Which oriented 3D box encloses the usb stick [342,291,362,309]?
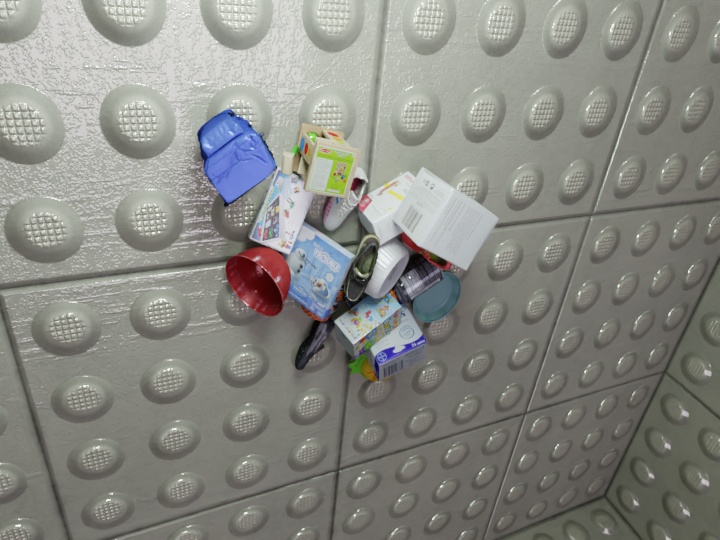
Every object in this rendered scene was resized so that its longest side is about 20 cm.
[{"bbox_3d":[-0.023,0.092,1.664,0.055,0.033,0.200,-43,165,-6],"label":"usb stick"}]

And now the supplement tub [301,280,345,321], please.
[{"bbox_3d":[-0.099,0.039,1.598,0.119,0.123,0.205,12,114,-32],"label":"supplement tub"}]

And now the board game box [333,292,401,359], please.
[{"bbox_3d":[0.025,0.162,1.673,0.197,0.105,0.105,-35,150,-20],"label":"board game box"}]

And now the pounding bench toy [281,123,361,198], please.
[{"bbox_3d":[-0.126,-0.289,1.355,0.193,0.157,0.128,5,120,-29],"label":"pounding bench toy"}]

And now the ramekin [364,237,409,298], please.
[{"bbox_3d":[0.066,-0.010,1.609,0.203,0.093,0.204,-48,163,-20],"label":"ramekin"}]

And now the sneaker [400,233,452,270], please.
[{"bbox_3d":[0.208,-0.074,1.659,0.197,0.085,0.079,35,102,8],"label":"sneaker"}]

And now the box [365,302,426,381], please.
[{"bbox_3d":[0.097,0.222,1.757,0.178,0.203,0.107,-21,142,-13],"label":"box"}]

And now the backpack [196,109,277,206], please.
[{"bbox_3d":[-0.295,-0.282,1.246,0.159,0.201,0.171,-29,120,-4],"label":"backpack"}]

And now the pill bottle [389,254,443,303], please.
[{"bbox_3d":[0.166,0.035,1.745,0.196,0.107,0.108,-32,129,-5],"label":"pill bottle"}]

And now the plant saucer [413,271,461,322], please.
[{"bbox_3d":[0.262,0.086,1.873,0.193,0.036,0.207,-13,125,-19],"label":"plant saucer"}]

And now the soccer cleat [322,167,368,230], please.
[{"bbox_3d":[-0.044,-0.193,1.503,0.068,0.087,0.204,17,111,-34],"label":"soccer cleat"}]

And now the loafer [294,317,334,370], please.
[{"bbox_3d":[-0.147,0.240,1.734,0.069,0.068,0.204,26,103,-27],"label":"loafer"}]

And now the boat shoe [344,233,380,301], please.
[{"bbox_3d":[0.001,0.000,1.491,0.069,0.066,0.206,21,111,-4],"label":"boat shoe"}]

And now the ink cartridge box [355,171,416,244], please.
[{"bbox_3d":[0.099,-0.184,1.547,0.195,0.146,0.085,-29,129,-8],"label":"ink cartridge box"}]

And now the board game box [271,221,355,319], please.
[{"bbox_3d":[-0.138,-0.003,1.517,0.204,0.196,0.043,-63,164,19],"label":"board game box"}]

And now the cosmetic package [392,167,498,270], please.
[{"bbox_3d":[0.226,-0.138,1.440,0.196,0.168,0.170,22,107,-35],"label":"cosmetic package"}]

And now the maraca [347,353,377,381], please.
[{"bbox_3d":[0.046,0.324,1.863,0.195,0.108,0.140,15,113,-33],"label":"maraca"}]

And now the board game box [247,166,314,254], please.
[{"bbox_3d":[-0.210,-0.161,1.442,0.123,0.035,0.206,21,99,-28],"label":"board game box"}]

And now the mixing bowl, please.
[{"bbox_3d":[-0.263,0.013,1.475,0.109,0.194,0.206,-49,140,-40],"label":"mixing bowl"}]
